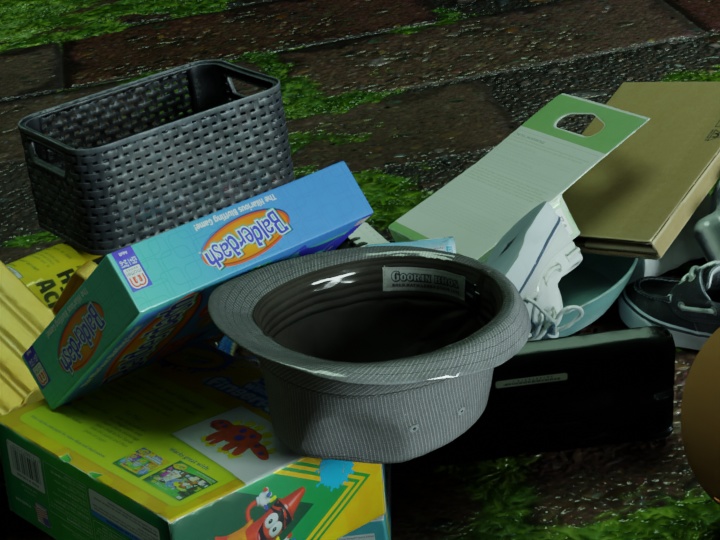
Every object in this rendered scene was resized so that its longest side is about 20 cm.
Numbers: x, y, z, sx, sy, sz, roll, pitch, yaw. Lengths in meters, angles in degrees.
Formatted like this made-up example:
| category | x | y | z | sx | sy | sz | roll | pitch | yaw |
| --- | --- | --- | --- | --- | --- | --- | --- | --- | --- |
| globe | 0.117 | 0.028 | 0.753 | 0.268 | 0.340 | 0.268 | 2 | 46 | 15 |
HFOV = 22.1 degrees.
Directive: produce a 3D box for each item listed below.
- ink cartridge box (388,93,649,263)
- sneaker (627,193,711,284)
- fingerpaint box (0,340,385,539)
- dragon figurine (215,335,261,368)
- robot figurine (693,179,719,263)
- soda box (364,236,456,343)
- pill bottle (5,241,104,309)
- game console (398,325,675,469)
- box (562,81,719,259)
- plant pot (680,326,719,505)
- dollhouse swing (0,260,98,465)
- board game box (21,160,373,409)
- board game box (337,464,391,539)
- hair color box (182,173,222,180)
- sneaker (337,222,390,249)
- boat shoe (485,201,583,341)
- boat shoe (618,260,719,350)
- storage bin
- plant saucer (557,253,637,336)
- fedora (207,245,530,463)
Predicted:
| category | x | y | z | sx | sy | sz | roll | pitch | yaw |
| --- | --- | --- | --- | --- | --- | --- | --- | --- | --- |
| ink cartridge box | 0.136 | -0.062 | 1.526 | 0.199 | 0.048 | 0.145 | -36 | 26 | -13 |
| sneaker | 0.235 | -0.052 | 1.619 | 0.115 | 0.074 | 0.200 | -16 | 33 | -24 |
| fingerpaint box | -0.110 | 0.127 | 1.184 | 0.166 | 0.074 | 0.199 | -23 | 29 | -36 |
| dragon figurine | -0.147 | 0.093 | 1.418 | 0.198 | 0.059 | 0.099 | -19 | 25 | -24 |
| robot figurine | 0.363 | -0.049 | 1.502 | 0.199 | 0.114 | 0.169 | -24 | -3 | -31 |
| soda box | 0.021 | 0.031 | 1.297 | 0.063 | 0.069 | 0.200 | -6 | -10 | -11 |
| pill bottle | -0.234 | 0.031 | 1.525 | 0.199 | 0.112 | 0.111 | -24 | 28 | -32 |
| game console | 0.117 | 0.069 | 1.323 | 0.198 | 0.177 | 0.117 | -8 | 51 | 2 |
| box | 0.234 | -0.089 | 1.542 | 0.163 | 0.021 | 0.200 | 6 | 48 | 48 |
| plant pot | 0.289 | 0.093 | 1.128 | 0.198 | 0.202 | 0.140 | -19 | 9 | -23 |
| dollhouse swing | -0.291 | 0.050 | 1.339 | 0.200 | 0.176 | 0.182 | -40 | -2 | -26 |
| board game box | -0.106 | 0.009 | 1.203 | 0.199 | 0.045 | 0.152 | -24 | -11 | -38 |
| board game box | -0.054 | 0.147 | 1.279 | 0.149 | 0.047 | 0.200 | -7 | 24 | 4 |
| hair color box | -0.086 | -0.009 | 1.567 | 0.063 | 0.112 | 0.200 | -19 | 25 | -22 |
| sneaker | 0.000 | 0.000 | 1.513 | 0.074 | 0.080 | 0.200 | -48 | 18 | -4 |
| boat shoe | 0.125 | 0.026 | 1.360 | 0.074 | 0.086 | 0.202 | -40 | 5 | 28 |
| boat shoe | 0.274 | 0.024 | 1.418 | 0.071 | 0.068 | 0.199 | -21 | 24 | -28 |
| storage bin | -0.168 | -0.097 | 1.539 | 0.199 | 0.095 | 0.135 | -23 | 27 | -29 |
| plant saucer | 0.132 | 0.018 | 1.509 | 0.198 | 0.036 | 0.200 | -13 | 22 | 5 |
| fedora | 0.007 | 0.057 | 1.116 | 0.199 | 0.091 | 0.176 | -18 | 30 | -36 |
